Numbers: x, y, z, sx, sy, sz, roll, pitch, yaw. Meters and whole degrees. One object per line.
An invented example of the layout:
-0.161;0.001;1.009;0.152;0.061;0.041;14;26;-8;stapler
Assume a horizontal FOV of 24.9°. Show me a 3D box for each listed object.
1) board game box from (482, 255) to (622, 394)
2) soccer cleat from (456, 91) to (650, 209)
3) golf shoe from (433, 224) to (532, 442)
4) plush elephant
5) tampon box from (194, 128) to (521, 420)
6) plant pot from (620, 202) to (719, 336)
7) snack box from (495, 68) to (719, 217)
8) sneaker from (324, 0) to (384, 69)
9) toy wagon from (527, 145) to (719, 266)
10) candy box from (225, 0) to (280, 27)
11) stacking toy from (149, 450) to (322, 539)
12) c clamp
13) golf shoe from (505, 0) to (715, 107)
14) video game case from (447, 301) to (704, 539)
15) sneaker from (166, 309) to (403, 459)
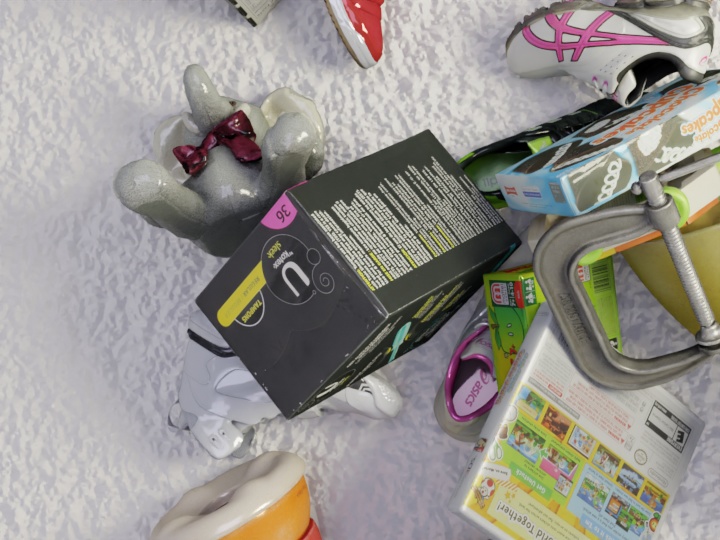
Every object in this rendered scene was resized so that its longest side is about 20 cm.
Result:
0.164;0.092;1.319;0.101;0.048;0.200;-13;98;-34;board game box
0.168;-0.098;1.365;0.200;0.081;0.068;-21;83;3;soccer cleat
0.123;0.050;1.355;0.075;0.092;0.200;23;87;10;golf shoe
-0.112;-0.100;1.374;0.164;0.200;0.155;-21;59;4;plush elephant
0.000;0.000;1.296;0.126;0.200;0.150;51;129;11;tampon box
0.319;-0.007;1.297;0.200;0.200;0.142;-25;102;5;plant pot
0.218;-0.103;1.289;0.200;0.116;0.037;-28;104;-16;snack box
0.016;-0.281;1.408;0.112;0.071;0.200;-17;81;9;sneaker
0.227;-0.059;1.270;0.200;0.155;0.040;-22;103;14;toy wagon
-0.133;-0.289;1.362;0.061;0.200;0.136;-45;82;2;candy box
-0.071;0.265;1.356;0.146;0.146;0.200;-28;97;4;stacking toy
0.219;0.010;1.204;0.171;0.027;0.200;-13;126;14;c clamp
0.196;-0.177;1.332;0.200;0.073;0.092;-9;75;46;golf shoe
0.175;0.152;1.286;0.200;0.023;0.182;37;70;-31;video game case
-0.069;0.115;1.384;0.200;0.075;0.115;20;89;13;sneaker
